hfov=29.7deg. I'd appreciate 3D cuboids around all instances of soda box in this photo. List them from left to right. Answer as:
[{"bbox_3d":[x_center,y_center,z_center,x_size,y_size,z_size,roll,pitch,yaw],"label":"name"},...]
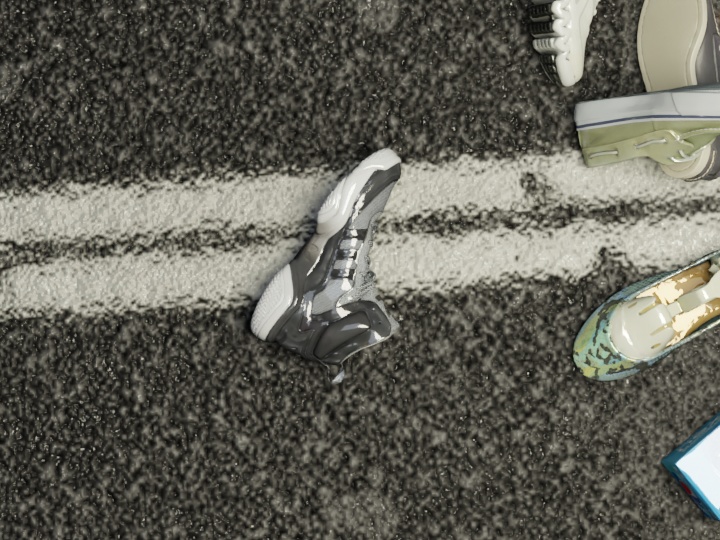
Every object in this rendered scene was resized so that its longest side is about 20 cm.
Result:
[{"bbox_3d":[0.355,0.124,1.152,0.199,0.068,0.064,-40,83,-2],"label":"soda box"}]

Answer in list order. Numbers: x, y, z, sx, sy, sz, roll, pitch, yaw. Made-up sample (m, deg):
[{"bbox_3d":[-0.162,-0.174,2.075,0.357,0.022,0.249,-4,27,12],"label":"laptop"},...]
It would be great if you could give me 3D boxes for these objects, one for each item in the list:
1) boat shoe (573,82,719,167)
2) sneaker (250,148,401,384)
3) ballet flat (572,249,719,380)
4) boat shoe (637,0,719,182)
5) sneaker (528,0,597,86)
[{"bbox_3d":[0.263,-0.121,1.144,0.071,0.199,0.063,-14,99,-34],"label":"boat shoe"},{"bbox_3d":[0.000,0.000,1.185,0.113,0.075,0.201,36,92,6],"label":"sneaker"},{"bbox_3d":[0.272,0.030,1.168,0.199,0.074,0.075,-31,83,-1],"label":"ballet flat"},{"bbox_3d":[0.294,-0.176,1.206,0.062,0.072,0.203,9,75,-39],"label":"boat shoe"},{"bbox_3d":[0.190,-0.263,1.182,0.080,0.075,0.203,-5,104,-12],"label":"sneaker"}]
